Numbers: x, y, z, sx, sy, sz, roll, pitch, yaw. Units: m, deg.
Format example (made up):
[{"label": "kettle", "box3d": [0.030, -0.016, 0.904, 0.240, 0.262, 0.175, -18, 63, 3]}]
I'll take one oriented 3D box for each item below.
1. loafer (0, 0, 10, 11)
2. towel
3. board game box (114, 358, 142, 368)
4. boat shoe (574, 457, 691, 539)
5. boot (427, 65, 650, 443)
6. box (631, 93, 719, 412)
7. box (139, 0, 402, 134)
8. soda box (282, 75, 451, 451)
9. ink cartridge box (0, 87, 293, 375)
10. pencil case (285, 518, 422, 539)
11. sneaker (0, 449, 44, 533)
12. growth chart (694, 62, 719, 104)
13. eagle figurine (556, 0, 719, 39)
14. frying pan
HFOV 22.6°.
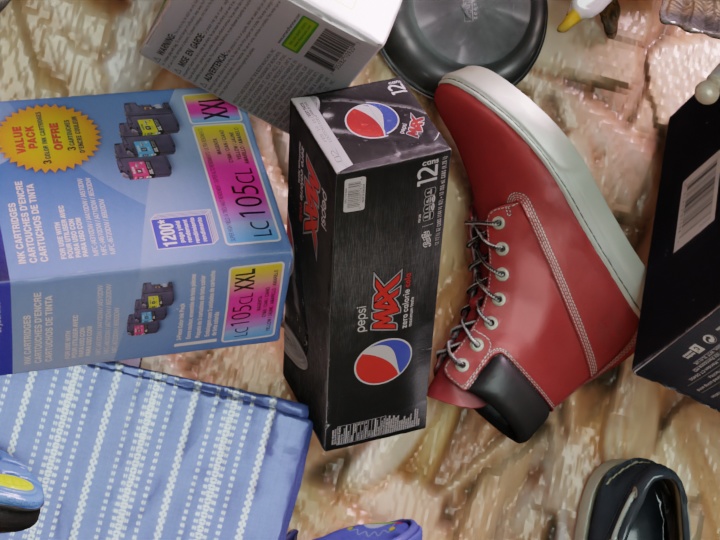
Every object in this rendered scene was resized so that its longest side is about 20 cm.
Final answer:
[{"label": "loafer", "box3d": [-0.211, -0.170, 0.941, 0.200, 0.072, 0.063, -38, 73, 17]}, {"label": "towel", "box3d": [-0.132, 0.120, 0.956, 0.200, 0.024, 0.145, 15, 85, -14]}, {"label": "board game box", "box3d": [-0.230, 0.105, 0.957, 0.199, 0.041, 0.200, 12, 85, -15]}, {"label": "boat shoe", "box3d": [0.160, 0.211, 1.053, 0.075, 0.062, 0.200, 11, 85, -17]}, {"label": "boot", "box3d": [0.072, -0.005, 1.032, 0.144, 0.072, 0.200, -38, 103, -12]}, {"label": "box", "box3d": [0.269, -0.005, 1.031, 0.182, 0.104, 0.200, 25, 52, -15]}, {"label": "box", "box3d": [-0.024, -0.191, 0.962, 0.101, 0.112, 0.200, 27, 60, -12]}, {"label": "soda box", "box3d": [0.000, 0.000, 0.954, 0.063, 0.071, 0.200, -13, 134, -19]}, {"label": "ink cartridge box", "box3d": [-0.148, -0.022, 0.935, 0.200, 0.076, 0.137, -7, 48, -15]}, {"label": "pencil case", "box3d": [0.012, 0.238, 1.000, 0.087, 0.078, 0.200, -13, 91, -45]}, {"label": "sneaker", "box3d": [-0.252, 0.135, 0.891, 0.199, 0.071, 0.083, -14, 103, -3]}, {"label": "growth chart", "box3d": [0.270, -0.058, 0.985, 0.200, 0.018, 0.145, 48, 51, 5]}, {"label": "eagle figurine", "box3d": [0.164, -0.187, 1.000, 0.152, 0.200, 0.151, 13, 84, -15]}, {"label": "frying pan", "box3d": [0.027, -0.169, 1.052, 0.190, 0.031, 0.115, 22, 81, -17]}]
